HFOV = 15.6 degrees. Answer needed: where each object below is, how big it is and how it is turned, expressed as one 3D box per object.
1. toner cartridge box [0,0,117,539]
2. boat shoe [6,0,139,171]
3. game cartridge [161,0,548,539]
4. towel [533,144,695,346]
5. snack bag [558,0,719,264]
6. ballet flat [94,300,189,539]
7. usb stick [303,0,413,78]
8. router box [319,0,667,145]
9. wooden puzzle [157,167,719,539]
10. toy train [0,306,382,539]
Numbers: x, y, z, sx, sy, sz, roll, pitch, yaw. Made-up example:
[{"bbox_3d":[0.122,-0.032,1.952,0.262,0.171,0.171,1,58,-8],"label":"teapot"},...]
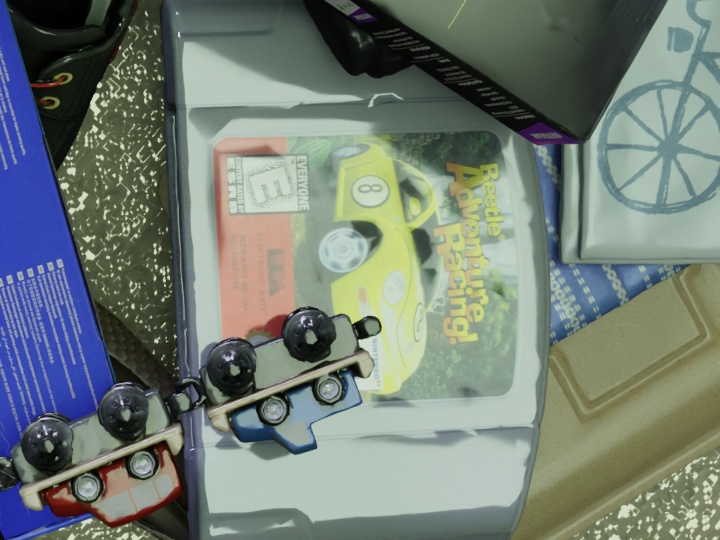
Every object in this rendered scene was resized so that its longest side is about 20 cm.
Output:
[{"bbox_3d":[-0.144,-0.003,0.893,0.095,0.043,0.201,-18,112,-12],"label":"toner cartridge box"},{"bbox_3d":[-0.121,-0.092,0.942,0.073,0.063,0.202,21,111,-11],"label":"boat shoe"},{"bbox_3d":[0.000,0.000,0.940,0.132,0.041,0.201,-3,86,-16],"label":"game cartridge"},{"bbox_3d":[0.053,-0.043,0.989,0.199,0.024,0.145,-29,92,-10],"label":"towel"},{"bbox_3d":[0.163,-0.102,0.995,0.187,0.021,0.201,-2,90,-12],"label":"snack bag"},{"bbox_3d":[-0.090,0.063,0.973,0.200,0.046,0.068,35,108,-2],"label":"ballet flat"},{"bbox_3d":[0.072,-0.127,0.933,0.199,0.033,0.056,-26,77,-19],"label":"usb stick"},{"bbox_3d":[0.058,-0.164,0.871,0.149,0.051,0.201,33,84,-15],"label":"router box"},{"bbox_3d":[0.043,0.007,1.022,0.185,0.046,0.201,-30,94,-10],"label":"wooden puzzle"},{"bbox_3d":[-0.082,0.063,0.880,0.199,0.034,0.046,-23,92,-4],"label":"toy train"}]
